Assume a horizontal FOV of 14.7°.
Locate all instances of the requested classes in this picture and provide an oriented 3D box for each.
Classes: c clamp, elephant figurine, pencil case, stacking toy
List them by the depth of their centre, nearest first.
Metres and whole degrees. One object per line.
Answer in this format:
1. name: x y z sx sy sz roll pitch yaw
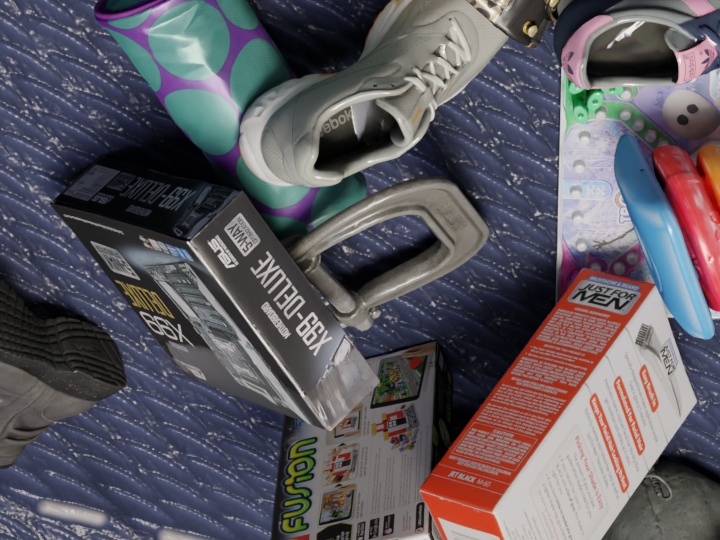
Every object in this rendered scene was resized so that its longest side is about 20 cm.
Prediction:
1. stacking toy: 0.265 -0.051 1.699 0.200 0.116 0.110 -23 122 2
2. pencil case: -0.080 -0.105 1.707 0.085 0.092 0.200 -45 120 -20
3. c clamp: 0.000 0.000 1.754 0.171 0.027 0.200 -22 160 2
4. elephant figurine: 0.221 0.234 1.858 0.155 0.200 0.142 25 123 -14

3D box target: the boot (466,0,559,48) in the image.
1. boot: 0.140 -0.193 1.617 0.200 0.073 0.151 34 104 -20

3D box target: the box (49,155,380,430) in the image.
1. box: -0.092 0.012 1.728 0.050 0.200 0.158 -44 117 -17

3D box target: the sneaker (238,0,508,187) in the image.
1. sneaker: 0.029 -0.108 1.655 0.200 0.092 0.076 -38 118 -14

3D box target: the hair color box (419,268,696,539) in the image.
1. hair color box: 0.127 0.108 1.748 0.064 0.200 0.111 15 143 37

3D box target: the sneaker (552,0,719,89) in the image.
1. sneaker: 0.215 -0.140 1.668 0.200 0.082 0.070 -9 124 9

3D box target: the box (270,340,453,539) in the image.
1. box: 0.002 0.130 1.797 0.110 0.200 0.035 -15 123 14

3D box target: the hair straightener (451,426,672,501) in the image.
1. hair straightener: 0.107 0.138 1.848 0.200 0.077 0.041 7 108 14

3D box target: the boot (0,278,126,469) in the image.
1. boot: -0.260 0.071 1.818 0.132 0.070 0.200 -34 137 23

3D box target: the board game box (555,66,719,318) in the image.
1. board game box: 0.226 -0.046 1.768 0.200 0.026 0.200 0 126 3
